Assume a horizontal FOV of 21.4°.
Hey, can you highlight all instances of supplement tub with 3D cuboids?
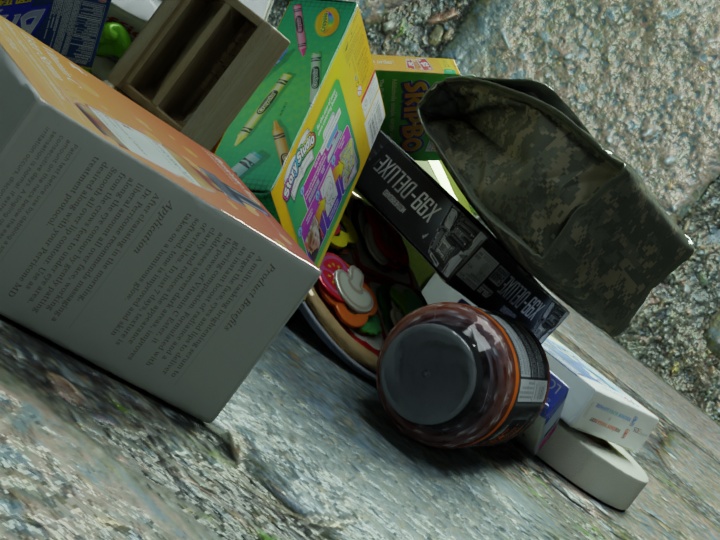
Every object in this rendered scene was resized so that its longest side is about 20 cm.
[{"bbox_3d":[0.073,0.078,1.411,0.107,0.107,0.200,39,8,16],"label":"supplement tub"}]

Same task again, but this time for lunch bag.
[{"bbox_3d":[0.145,-0.067,1.505,0.200,0.118,0.164,44,2,38],"label":"lunch bag"}]

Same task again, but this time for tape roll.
[{"bbox_3d":[0.184,0.149,1.796,0.202,0.037,0.203,37,7,-5],"label":"tape roll"}]

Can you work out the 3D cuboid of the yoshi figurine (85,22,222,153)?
[{"bbox_3d":[-0.177,-0.125,1.422,0.198,0.113,0.113,11,-39,17],"label":"yoshi figurine"}]

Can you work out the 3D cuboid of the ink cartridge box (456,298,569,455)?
[{"bbox_3d":[0.117,0.089,1.608,0.119,0.042,0.200,40,-9,12],"label":"ink cartridge box"}]

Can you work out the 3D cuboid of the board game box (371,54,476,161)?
[{"bbox_3d":[-0.008,-0.133,1.550,0.198,0.096,0.030,3,45,-20],"label":"board game box"}]

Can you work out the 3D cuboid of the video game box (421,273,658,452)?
[{"bbox_3d":[0.167,0.085,1.775,0.200,0.047,0.182,39,4,28],"label":"video game box"}]

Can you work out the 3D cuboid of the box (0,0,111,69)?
[{"bbox_3d":[-0.274,-0.190,1.306,0.199,0.065,0.070,7,15,-43],"label":"box"}]

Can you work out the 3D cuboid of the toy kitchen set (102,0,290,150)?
[{"bbox_3d":[-0.188,-0.148,1.244,0.163,0.181,0.200,39,3,18],"label":"toy kitchen set"}]

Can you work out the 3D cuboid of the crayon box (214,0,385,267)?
[{"bbox_3d":[-0.046,-0.091,1.416,0.058,0.201,0.119,7,-39,20],"label":"crayon box"}]

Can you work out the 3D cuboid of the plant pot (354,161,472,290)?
[{"bbox_3d":[0.028,-0.054,1.833,0.200,0.187,0.187,53,13,26],"label":"plant pot"}]

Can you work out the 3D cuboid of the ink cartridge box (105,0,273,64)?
[{"bbox_3d":[-0.174,-0.187,1.512,0.143,0.084,0.200,26,-23,-17],"label":"ink cartridge box"}]

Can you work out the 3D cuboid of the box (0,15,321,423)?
[{"bbox_3d":[-0.146,-0.033,1.021,0.199,0.107,0.152,32,9,-38],"label":"box"}]

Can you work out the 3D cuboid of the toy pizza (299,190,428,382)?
[{"bbox_3d":[0.000,0.000,1.516,0.200,0.032,0.201,41,30,-30],"label":"toy pizza"}]

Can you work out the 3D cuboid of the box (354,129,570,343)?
[{"bbox_3d":[0.076,-0.027,1.562,0.158,0.050,0.200,46,5,30],"label":"box"}]
